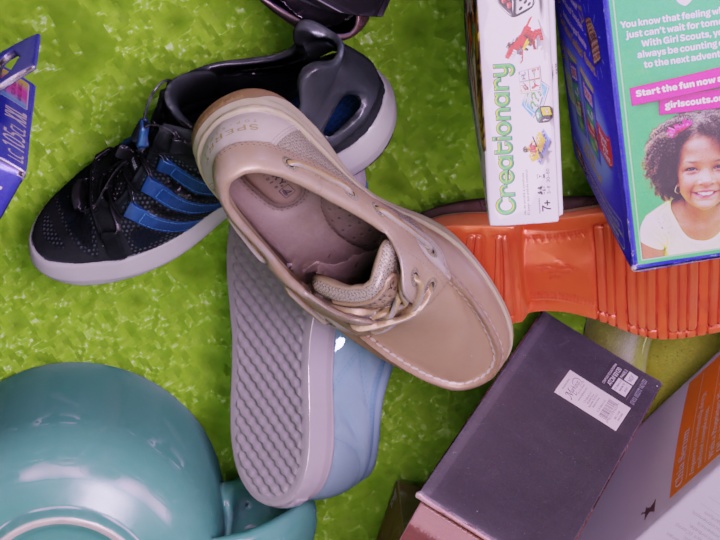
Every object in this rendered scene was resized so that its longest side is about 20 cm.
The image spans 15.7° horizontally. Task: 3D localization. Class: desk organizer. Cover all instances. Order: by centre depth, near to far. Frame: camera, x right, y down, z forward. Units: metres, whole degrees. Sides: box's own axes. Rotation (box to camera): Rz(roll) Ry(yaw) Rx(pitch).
[{"bbox_3d":[0.072,0.105,1.240,0.071,0.200,0.077,31,121,6],"label":"desk organizer"}]

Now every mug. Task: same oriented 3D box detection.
[{"bbox_3d":[-0.131,0.128,1.293,0.185,0.115,0.152,-33,108,10],"label":"mug"}]

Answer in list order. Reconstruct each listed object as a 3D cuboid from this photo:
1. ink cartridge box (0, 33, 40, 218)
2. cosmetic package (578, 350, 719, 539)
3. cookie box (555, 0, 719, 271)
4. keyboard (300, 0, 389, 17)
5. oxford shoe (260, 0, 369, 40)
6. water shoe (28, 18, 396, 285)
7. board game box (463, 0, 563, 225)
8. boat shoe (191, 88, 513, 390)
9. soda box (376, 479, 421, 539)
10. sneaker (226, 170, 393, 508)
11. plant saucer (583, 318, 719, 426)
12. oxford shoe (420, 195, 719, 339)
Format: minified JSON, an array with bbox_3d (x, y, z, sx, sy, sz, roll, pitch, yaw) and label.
[{"bbox_3d":[-0.215,-0.028,1.219,0.076,0.137,0.201,26,108,-14],"label":"ink cartridge box"},{"bbox_3d":[0.161,0.121,1.275,0.071,0.102,0.200,32,128,-12],"label":"cosmetic package"},{"bbox_3d":[0.132,-0.125,1.182,0.075,0.171,0.201,-10,111,-1],"label":"cookie box"},{"bbox_3d":[-0.007,-0.223,1.177,0.127,0.021,0.201,27,83,-24],"label":"keyboard"},{"bbox_3d":[-0.065,-0.183,1.202,0.200,0.073,0.071,40,104,-15],"label":"oxford shoe"},{"bbox_3d":[-0.082,-0.062,1.228,0.199,0.072,0.079,-24,138,17],"label":"water shoe"},{"bbox_3d":[0.065,-0.113,1.167,0.034,0.200,0.127,-4,110,1],"label":"board game box"},{"bbox_3d":[0.000,0.000,1.192,0.072,0.065,0.200,-37,123,15],"label":"boat shoe"},{"bbox_3d":[0.042,0.183,1.275,0.064,0.200,0.068,16,111,-8],"label":"soda box"},{"bbox_3d":[-0.017,0.014,1.292,0.074,0.082,0.201,13,99,38],"label":"sneaker"},{"bbox_3d":[0.213,0.047,1.324,0.199,0.031,0.201,-1,111,-3],"label":"plant saucer"},{"bbox_3d":[0.116,-0.014,1.270,0.199,0.073,0.072,3,114,2],"label":"oxford shoe"}]
